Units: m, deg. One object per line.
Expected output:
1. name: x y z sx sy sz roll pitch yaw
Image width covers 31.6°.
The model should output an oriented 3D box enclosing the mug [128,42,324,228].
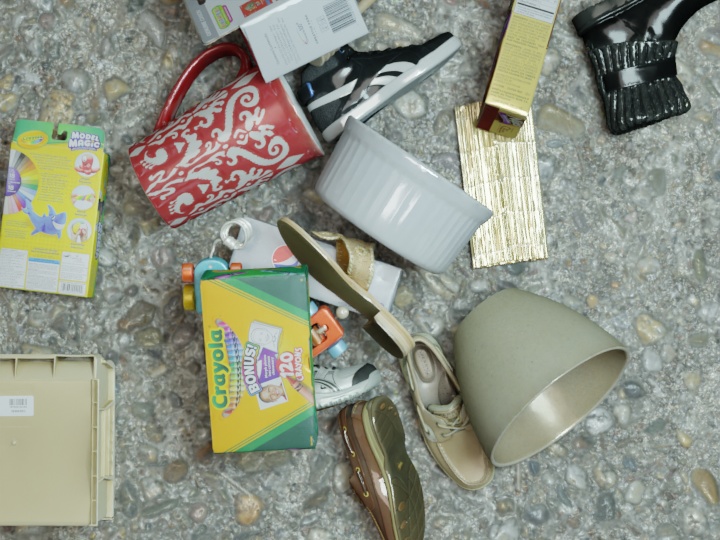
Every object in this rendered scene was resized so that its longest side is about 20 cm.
1. mug: -0.165 -0.157 1.501 0.199 0.178 0.134 -30 132 3

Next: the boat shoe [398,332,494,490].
1. boat shoe: 0.101 0.169 1.504 0.072 0.065 0.202 -23 89 -1

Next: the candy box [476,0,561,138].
1. candy box: 0.190 -0.267 1.484 0.056 0.117 0.202 18 83 2

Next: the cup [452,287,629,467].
1. cup: 0.187 0.106 1.461 0.200 0.200 0.144 -38 63 -1

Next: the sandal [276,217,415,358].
1. sandal: -0.002 0.001 1.452 0.212 0.078 0.070 48 70 -6

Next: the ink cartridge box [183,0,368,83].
1. ink cartridge box: -0.109 -0.312 1.452 0.174 0.201 0.084 -26 133 0

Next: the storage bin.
1. storage bin: -0.395 0.197 1.489 0.198 0.094 0.201 0 88 0

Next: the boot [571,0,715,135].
1. boot: 0.368 -0.264 1.508 0.210 0.079 0.159 -23 82 10

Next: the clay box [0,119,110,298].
1. clay box: -0.365 -0.073 1.519 0.114 0.048 0.202 7 87 0

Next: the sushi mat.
1. sushi mat: 0.171 -0.107 1.538 0.095 0.012 0.202 -6 88 1

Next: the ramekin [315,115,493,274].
1. ramekin: 0.044 -0.082 1.450 0.200 0.200 0.098 34 97 1

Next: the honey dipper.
1. honey dipper: 0.005 -0.312 1.501 0.038 0.038 0.200 44 63 1

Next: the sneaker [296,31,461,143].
1. sneaker: 0.013 -0.252 1.512 0.199 0.073 0.112 -35 88 -1

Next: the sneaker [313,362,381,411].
1. sneaker: -0.076 0.128 1.501 0.198 0.076 0.089 -14 81 -5

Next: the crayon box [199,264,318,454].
1. crayon box: -0.112 0.098 1.421 0.117 0.058 0.202 -3 101 1

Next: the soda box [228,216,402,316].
1. soda box: -0.053 -0.002 1.510 0.198 0.063 0.069 18 90 1

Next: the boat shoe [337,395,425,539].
1. boat shoe: 0.025 0.248 1.508 0.067 0.072 0.202 -11 97 32

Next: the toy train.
1. toy train: -0.113 0.040 1.468 0.150 0.056 0.200 -40 98 7
